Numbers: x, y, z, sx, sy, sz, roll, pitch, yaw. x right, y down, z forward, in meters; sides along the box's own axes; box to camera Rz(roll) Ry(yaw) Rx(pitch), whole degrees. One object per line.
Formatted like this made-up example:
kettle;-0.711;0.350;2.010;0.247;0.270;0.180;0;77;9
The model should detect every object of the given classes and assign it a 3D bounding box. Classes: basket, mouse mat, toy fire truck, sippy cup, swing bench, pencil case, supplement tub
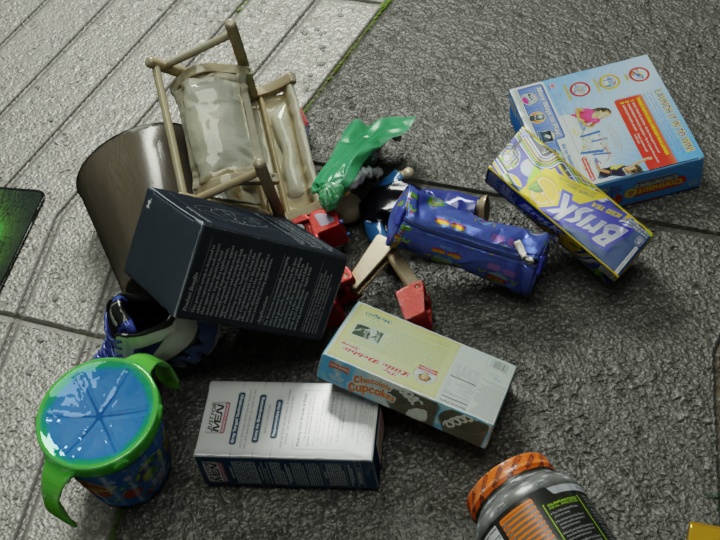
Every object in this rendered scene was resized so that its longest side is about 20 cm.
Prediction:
basket;-0.259;-0.060;1.401;0.179;0.136;0.202;-29;55;10
mouse mat;-0.531;-0.039;1.511;0.158;0.008;0.202;4;54;13
toy fire truck;0.000;0.000;1.343;0.139;0.049;0.202;-20;57;6
sippy cup;-0.267;0.187;1.210;0.176;0.131;0.140;-24;53;-9
swing bench;-0.151;-0.169;1.400;0.128;0.200;0.202;-20;71;16
pencil case;0.128;-0.035;1.309;0.197;0.087;0.079;19;88;1
supplement tub;0.189;0.282;1.061;0.121;0.123;0.201;-24;52;-9

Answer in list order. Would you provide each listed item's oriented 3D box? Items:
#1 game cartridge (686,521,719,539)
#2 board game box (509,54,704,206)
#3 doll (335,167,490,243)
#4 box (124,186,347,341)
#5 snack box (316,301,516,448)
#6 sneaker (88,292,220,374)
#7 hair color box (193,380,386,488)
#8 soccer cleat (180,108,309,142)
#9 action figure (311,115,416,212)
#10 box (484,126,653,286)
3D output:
game cartridge;0.400;0.336;1.040;0.197;0.033;0.178;6;54;16
board game box;0.311;-0.172;1.434;0.193;0.056;0.202;-14;51;-1
doll;0.058;-0.069;1.402;0.197;0.049;0.138;9;61;17
box;-0.142;-0.007;1.264;0.148;0.198;0.109;32;105;52
snack box;0.063;0.111;1.219;0.198;0.038;0.116;22;33;10
sneaker;-0.271;0.083;1.276;0.198;0.115;0.081;-32;50;10
hair color box;-0.075;0.180;1.224;0.197;0.061;0.101;0;49;10
soccer cleat;-0.167;-0.179;1.521;0.197;0.067;0.077;-11;56;-2
action figure;-0.009;-0.134;1.423;0.117;0.055;0.200;-12;26;33
box;0.244;-0.075;1.313;0.200;0.064;0.070;41;85;9
